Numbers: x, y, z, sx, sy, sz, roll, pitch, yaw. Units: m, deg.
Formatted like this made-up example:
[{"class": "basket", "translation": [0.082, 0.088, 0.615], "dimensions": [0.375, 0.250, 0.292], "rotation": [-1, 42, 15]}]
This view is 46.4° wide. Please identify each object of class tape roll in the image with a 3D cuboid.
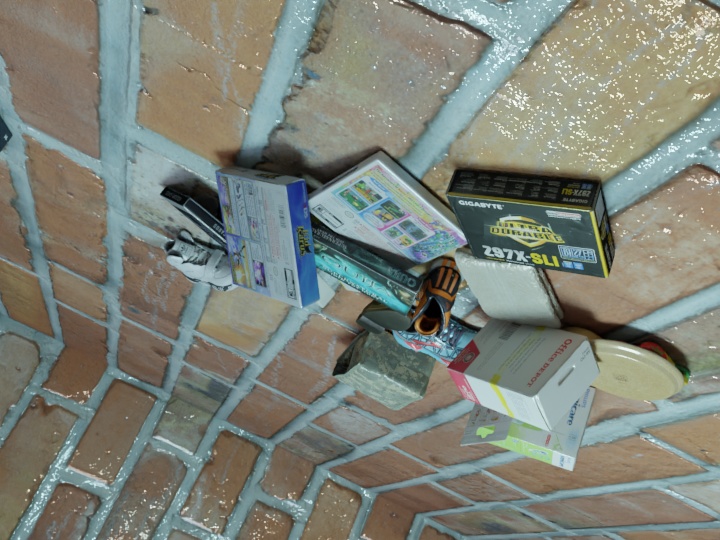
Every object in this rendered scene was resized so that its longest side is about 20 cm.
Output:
[{"class": "tape roll", "translation": [-0.129, -0.012, 1.490], "dimensions": [0.203, 0.037, 0.203], "rotation": [42, 174, 6]}]

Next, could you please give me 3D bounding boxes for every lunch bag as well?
[{"class": "lunch bag", "translation": [0.044, 0.216, 1.801], "dimensions": [0.164, 0.118, 0.200], "rotation": [28, 151, -11]}]

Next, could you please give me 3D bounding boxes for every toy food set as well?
[{"class": "toy food set", "translation": [0.436, 0.158, 1.394], "dimensions": [0.200, 0.049, 0.198], "rotation": [-3, 145, 45]}]

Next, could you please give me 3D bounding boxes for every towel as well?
[{"class": "towel", "translation": [0.238, 0.027, 1.327], "dimensions": [0.132, 0.035, 0.200], "rotation": [7, 152, 31]}]

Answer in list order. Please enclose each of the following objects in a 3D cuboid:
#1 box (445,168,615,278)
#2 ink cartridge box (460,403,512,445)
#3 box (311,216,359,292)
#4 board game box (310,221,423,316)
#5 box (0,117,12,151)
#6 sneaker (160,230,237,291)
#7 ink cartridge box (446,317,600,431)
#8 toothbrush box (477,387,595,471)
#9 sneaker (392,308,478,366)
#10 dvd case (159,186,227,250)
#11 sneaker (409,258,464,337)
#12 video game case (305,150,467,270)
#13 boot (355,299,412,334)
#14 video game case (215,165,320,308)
[{"class": "box", "translation": [0.231, -0.063, 1.129], "dimensions": [0.199, 0.049, 0.160], "rotation": [10, 154, 29]}, {"class": "ink cartridge box", "translation": [0.268, 0.228, 1.508], "dimensions": [0.050, 0.201, 0.162], "rotation": [30, 156, -14]}, {"class": "box", "translation": [-0.014, -0.029, 1.433], "dimensions": [0.117, 0.049, 0.200], "rotation": [8, 153, 33]}, {"class": "board game box", "translation": [0.000, 0.000, 1.357], "dimensions": [0.199, 0.028, 0.135], "rotation": [28, 162, 5]}, {"class": "box", "translation": [-0.790, -0.254, 1.567], "dimensions": [0.199, 0.149, 0.107], "rotation": [20, 157, 8]}, {"class": "sneaker", "translation": [-0.320, -0.019, 1.703], "dimensions": [0.199, 0.075, 0.115], "rotation": [7, 154, 42]}, {"class": "ink cartridge box", "translation": [0.266, 0.163, 1.379], "dimensions": [0.200, 0.145, 0.084], "rotation": [14, 140, 53]}, {"class": "toothbrush box", "translation": [0.333, 0.275, 1.616], "dimensions": [0.199, 0.146, 0.086], "rotation": [17, 155, 18]}, {"class": "sneaker", "translation": [0.141, 0.119, 1.554], "dimensions": [0.199, 0.080, 0.096], "rotation": [13, 152, 24]}, {"class": "dvd case", "translation": [-0.266, -0.075, 1.536], "dimensions": [0.200, 0.025, 0.150], "rotation": [42, 170, -30]}, {"class": "sneaker", "translation": [0.116, 0.065, 1.422], "dimensions": [0.077, 0.112, 0.200], "rotation": [22, 156, 7]}, {"class": "video game case", "translation": [0.040, -0.078, 1.261], "dimensions": [0.200, 0.024, 0.182], "rotation": [38, 141, -24]}, {"class": "boot", "translation": [0.049, 0.066, 1.512], "dimensions": [0.073, 0.076, 0.200], "rotation": [33, 166, -12]}, {"class": "video game case", "translation": [-0.148, -0.057, 1.333], "dimensions": [0.181, 0.045, 0.201], "rotation": [16, 120, 43]}]
